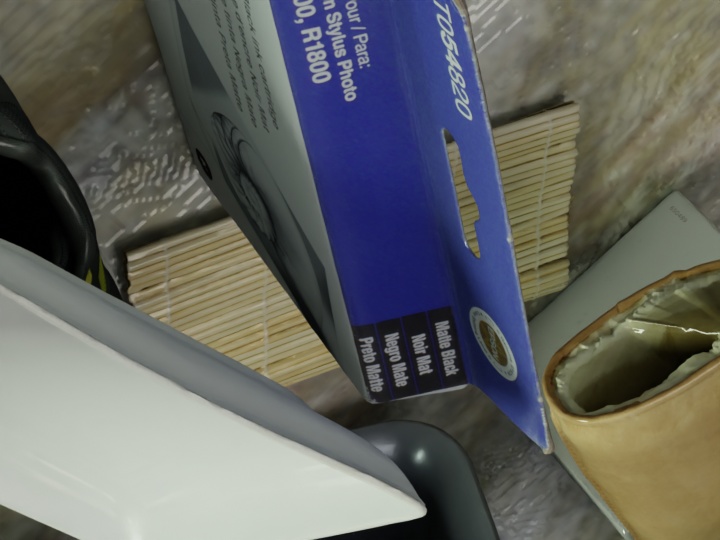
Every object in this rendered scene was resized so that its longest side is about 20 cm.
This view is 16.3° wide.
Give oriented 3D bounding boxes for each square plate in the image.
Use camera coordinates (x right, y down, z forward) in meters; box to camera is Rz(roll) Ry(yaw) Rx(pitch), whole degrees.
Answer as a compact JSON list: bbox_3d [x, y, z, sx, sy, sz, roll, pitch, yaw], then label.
[{"bbox_3d":[-0.105,0.039,0.810,0.198,0.200,0.029,30,65,-25],"label":"square plate"}]

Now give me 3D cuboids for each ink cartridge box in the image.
[{"bbox_3d":[-0.018,-0.056,0.792,0.040,0.200,0.200,-27,134,-14],"label":"ink cartridge box"}]

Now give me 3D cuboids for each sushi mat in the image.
[{"bbox_3d":[0.000,0.000,0.981,0.199,0.012,0.096,-19,131,-21],"label":"sushi mat"}]

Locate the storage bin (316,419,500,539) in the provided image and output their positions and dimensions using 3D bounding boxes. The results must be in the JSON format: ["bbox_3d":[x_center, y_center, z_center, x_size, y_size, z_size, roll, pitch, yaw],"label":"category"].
[{"bbox_3d":[-0.004,0.187,1.001,0.145,0.200,0.135,-13,141,-7],"label":"storage bin"}]

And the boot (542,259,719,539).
[{"bbox_3d":[0.175,0.065,0.947,0.175,0.066,0.200,-35,134,-6],"label":"boot"}]

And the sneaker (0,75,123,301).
[{"bbox_3d":[-0.121,0.004,0.850,0.074,0.085,0.200,-31,135,-8],"label":"sneaker"}]

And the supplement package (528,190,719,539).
[{"bbox_3d":[0.164,0.083,1.082,0.117,0.117,0.200,-43,136,2],"label":"supplement package"}]
